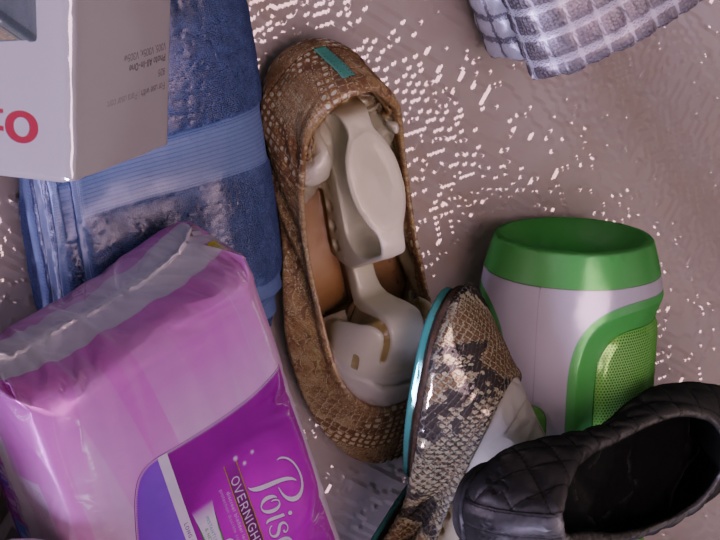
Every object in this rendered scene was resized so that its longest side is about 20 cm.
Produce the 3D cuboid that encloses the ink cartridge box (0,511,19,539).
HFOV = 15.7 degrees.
[{"bbox_3d":[-0.106,0.205,1.154,0.200,0.050,0.163,28,90,-43],"label":"ink cartridge box"}]

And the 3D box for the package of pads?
[{"bbox_3d":[-0.077,0.094,1.057,0.120,0.076,0.201,-31,120,-24],"label":"package of pads"}]

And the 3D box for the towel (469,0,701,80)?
[{"bbox_3d":[0.122,-0.199,1.124,0.199,0.086,0.166,-32,116,-15],"label":"towel"}]

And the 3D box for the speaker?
[{"bbox_3d":[0.092,0.081,1.184,0.088,0.088,0.201,-5,106,-25],"label":"speaker"}]

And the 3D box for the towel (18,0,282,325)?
[{"bbox_3d":[-0.091,-0.058,1.079,0.111,0.048,0.201,-15,109,-23],"label":"towel"}]

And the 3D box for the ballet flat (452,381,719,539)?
[{"bbox_3d":[0.117,0.092,1.108,0.199,0.057,0.067,-14,110,-47],"label":"ballet flat"}]

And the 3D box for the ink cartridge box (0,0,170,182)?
[{"bbox_3d":[-0.149,-0.142,0.966,0.087,0.144,0.201,-32,127,-63],"label":"ink cartridge box"}]

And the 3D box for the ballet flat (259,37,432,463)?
[{"bbox_3d":[0.000,0.000,1.128,0.070,0.065,0.201,-23,113,-21],"label":"ballet flat"}]

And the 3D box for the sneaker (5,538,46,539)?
[{"bbox_3d":[-0.183,0.158,0.951,0.199,0.077,0.076,-28,84,-21],"label":"sneaker"}]

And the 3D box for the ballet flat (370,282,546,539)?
[{"bbox_3d":[0.044,0.098,1.139,0.068,0.075,0.201,-46,158,-55],"label":"ballet flat"}]
